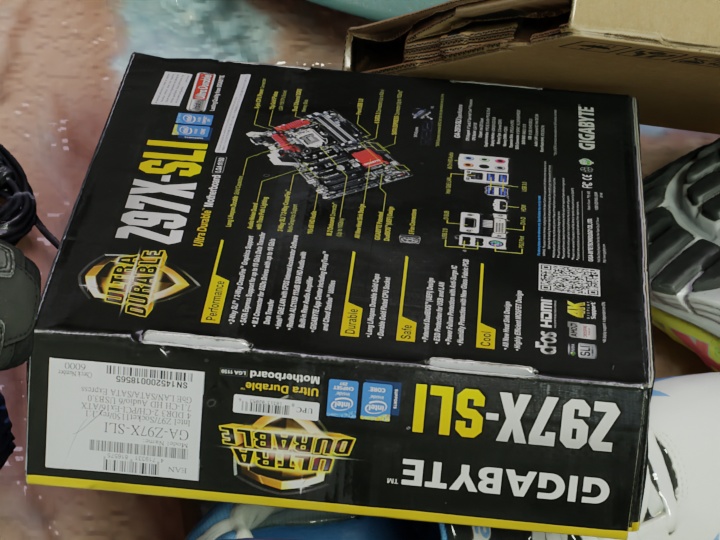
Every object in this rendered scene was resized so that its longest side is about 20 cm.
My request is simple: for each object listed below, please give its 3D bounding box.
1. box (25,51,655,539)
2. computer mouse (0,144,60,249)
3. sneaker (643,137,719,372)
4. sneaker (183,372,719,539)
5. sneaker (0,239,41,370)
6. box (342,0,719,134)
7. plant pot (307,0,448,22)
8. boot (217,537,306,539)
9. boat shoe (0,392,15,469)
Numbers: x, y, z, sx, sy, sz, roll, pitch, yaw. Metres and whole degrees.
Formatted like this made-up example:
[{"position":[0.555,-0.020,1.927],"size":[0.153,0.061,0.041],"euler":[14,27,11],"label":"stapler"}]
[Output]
[{"position":[0.000,0.000,0.827],"size":[0.158,0.050,0.200],"euler":[3,25,2],"label":"box"},{"position":[-0.074,-0.004,0.906],"size":[0.199,0.034,0.059],"euler":[33,46,23],"label":"computer mouse"},{"position":[0.138,0.023,0.905],"size":[0.078,0.091,0.200],"euler":[-31,31,-7],"label":"sneaker"},{"position":[0.043,0.072,0.810],"size":[0.199,0.072,0.072],"euler":[-15,80,-22],"label":"sneaker"},{"position":[-0.144,0.027,0.764],"size":[0.090,0.200,0.067],"euler":[11,70,-31],"label":"sneaker"},{"position":[0.115,-0.062,0.924],"size":[0.199,0.021,0.163],"euler":[5,-4,-24],"label":"box"},{"position":[-0.004,-0.172,1.017],"size":[0.200,0.142,0.141],"euler":[36,32,21],"label":"plant pot"},{"position":[0.032,0.122,0.721],"size":[0.199,0.091,0.073],"euler":[10,33,-24],"label":"boot"},{"position":[-0.144,-0.018,0.865],"size":[0.068,0.084,0.200],"euler":[-21,53,-24],"label":"boat shoe"}]
